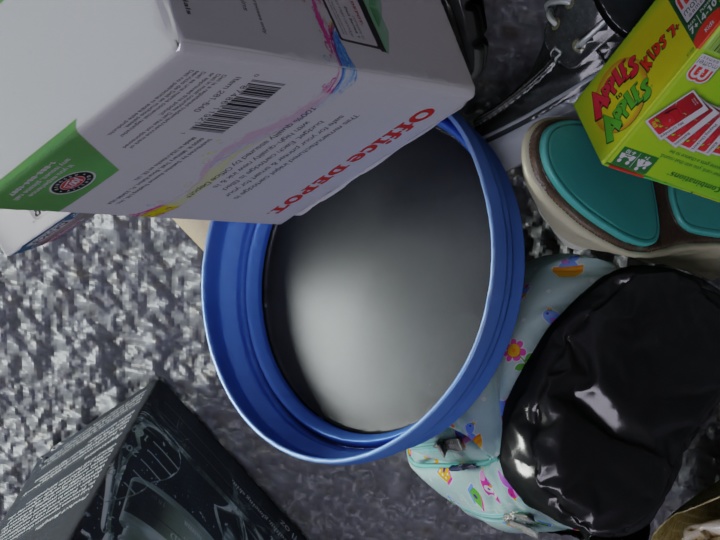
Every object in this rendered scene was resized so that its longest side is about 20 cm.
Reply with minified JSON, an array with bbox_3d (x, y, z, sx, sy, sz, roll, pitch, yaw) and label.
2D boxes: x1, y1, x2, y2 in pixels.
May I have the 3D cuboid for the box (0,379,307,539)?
[{"bbox_3d":[-0.124,0.209,1.004,0.124,0.197,0.200,-34,106,24],"label":"box"}]

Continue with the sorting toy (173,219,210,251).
[{"bbox_3d":[-0.069,-0.110,0.925,0.200,0.036,0.185,-37,104,25],"label":"sorting toy"}]

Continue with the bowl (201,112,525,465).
[{"bbox_3d":[0.000,0.000,0.864,0.201,0.039,0.201,-7,79,40],"label":"bowl"}]

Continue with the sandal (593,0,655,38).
[{"bbox_3d":[0.206,-0.170,0.794,0.200,0.048,0.075,-30,92,-2],"label":"sandal"}]

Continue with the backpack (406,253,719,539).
[{"bbox_3d":[0.100,0.068,0.898,0.127,0.167,0.200,46,160,-11],"label":"backpack"}]

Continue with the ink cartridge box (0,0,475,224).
[{"bbox_3d":[-0.067,-0.091,0.770,0.145,0.200,0.084,-31,70,35],"label":"ink cartridge box"}]

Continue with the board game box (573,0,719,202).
[{"bbox_3d":[0.217,-0.077,0.821,0.200,0.048,0.102,15,129,-30],"label":"board game box"}]

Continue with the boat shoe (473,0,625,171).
[{"bbox_3d":[0.128,-0.126,0.867,0.200,0.072,0.071,-37,96,14],"label":"boat shoe"}]

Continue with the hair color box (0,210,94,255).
[{"bbox_3d":[-0.193,-0.120,0.902,0.100,0.061,0.200,-31,89,26],"label":"hair color box"}]

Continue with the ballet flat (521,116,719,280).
[{"bbox_3d":[0.139,-0.030,0.865,0.200,0.069,0.069,13,126,-39],"label":"ballet flat"}]

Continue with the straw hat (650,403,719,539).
[{"bbox_3d":[0.241,0.084,0.921,0.201,0.201,0.085,-22,69,21],"label":"straw hat"}]

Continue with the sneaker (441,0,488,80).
[{"bbox_3d":[0.004,-0.183,0.853,0.079,0.075,0.200,-23,100,12],"label":"sneaker"}]

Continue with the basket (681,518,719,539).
[{"bbox_3d":[0.251,0.214,0.922,0.135,0.123,0.200,-6,157,13],"label":"basket"}]
